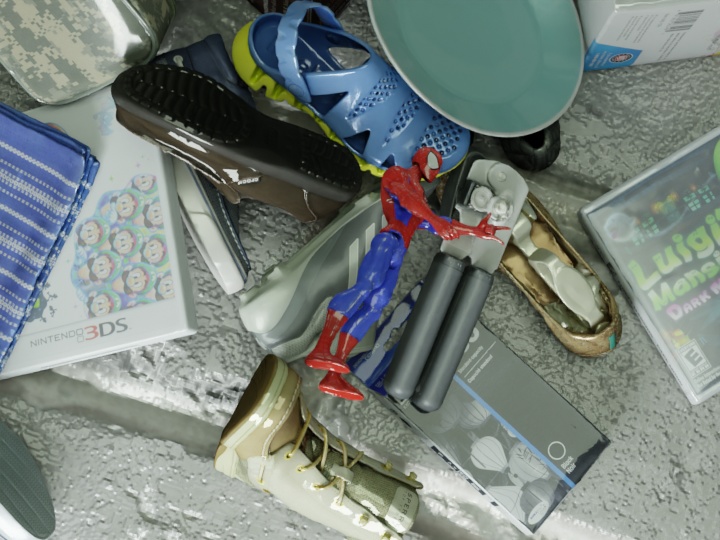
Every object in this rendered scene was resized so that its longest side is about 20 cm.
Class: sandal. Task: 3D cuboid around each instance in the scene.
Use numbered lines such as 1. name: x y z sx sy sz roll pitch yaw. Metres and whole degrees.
1. sandal: -0.004 -0.138 1.175 0.199 0.087 0.080 28 65 -5

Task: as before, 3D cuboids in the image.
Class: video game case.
1. video game case: 0.305 -0.020 1.260 0.199 0.023 0.183 -30 83 -8
2. video game case: -0.223 -0.032 1.199 0.180 0.024 0.202 -13 80 19

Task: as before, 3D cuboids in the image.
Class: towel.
1. towel: -0.299 -0.030 1.195 0.144 0.024 0.201 27 94 15

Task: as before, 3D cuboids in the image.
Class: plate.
1. plate: 0.087 -0.193 1.210 0.198 0.026 0.202 11 66 -26

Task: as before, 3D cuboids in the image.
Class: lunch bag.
1. lunch bag: -0.226 -0.258 1.178 0.138 0.169 0.200 -21 124 28

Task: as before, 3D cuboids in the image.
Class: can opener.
1. can opener: 0.072 0.008 1.192 0.052 0.066 0.202 23 83 -20

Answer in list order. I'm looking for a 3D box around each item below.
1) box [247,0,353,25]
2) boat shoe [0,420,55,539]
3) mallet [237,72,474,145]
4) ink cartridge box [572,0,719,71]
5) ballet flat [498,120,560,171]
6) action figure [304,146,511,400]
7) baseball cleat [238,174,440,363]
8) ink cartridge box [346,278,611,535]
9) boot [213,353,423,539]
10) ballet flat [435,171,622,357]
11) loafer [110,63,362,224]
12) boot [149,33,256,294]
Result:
1. box: -0.062 -0.317 1.221 0.200 0.164 0.166 40 80 5
2. boat shoe: -0.313 0.136 1.184 0.067 0.074 0.201 -37 88 22
3. mallet: 0.001 -0.132 1.237 0.198 0.041 0.067 0 79 -16
4. ink cartridge box: 0.272 -0.259 1.238 0.198 0.147 0.148 -7 80 -5
5. ballet flat: 0.125 -0.179 1.261 0.066 0.057 0.202 -15 81 -7
6. action figure: 0.041 -0.002 1.114 0.098 0.065 0.201 10 62 19
7. baseball cleat: 0.000 0.000 1.226 0.199 0.070 0.107 -38 98 -7
8. ink cartridge box: 0.091 0.105 1.219 0.200 0.039 0.100 41 81 5
9. boot: -0.025 0.139 1.126 0.154 0.200 0.072 30 67 2
10. ballet flat: 0.138 -0.017 1.229 0.070 0.065 0.200 -44 84 -8
11. loafer: -0.099 -0.084 1.157 0.199 0.072 0.073 25 38 -11
12. boot: -0.110 -0.088 1.224 0.090 0.073 0.201 -24 84 -9
